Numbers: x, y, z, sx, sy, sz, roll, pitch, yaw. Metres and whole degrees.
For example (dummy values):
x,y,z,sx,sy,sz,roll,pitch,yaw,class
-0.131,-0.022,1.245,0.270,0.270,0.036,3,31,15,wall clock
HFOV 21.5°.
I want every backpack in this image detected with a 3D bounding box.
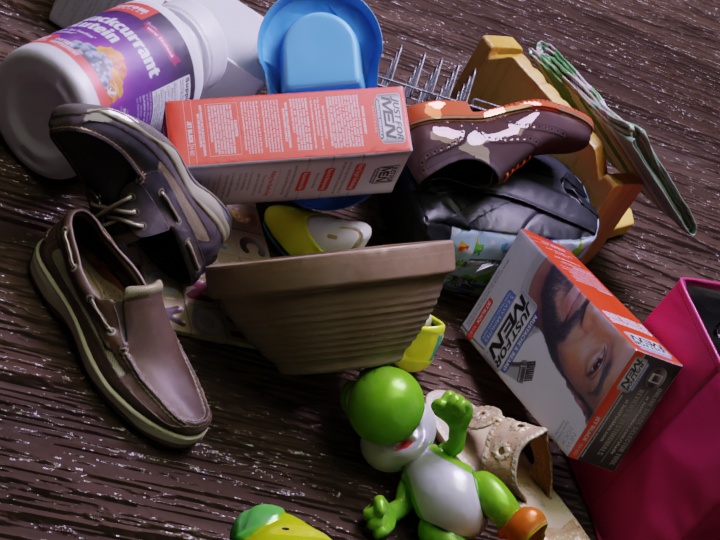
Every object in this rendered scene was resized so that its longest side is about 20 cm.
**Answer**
x,y,z,sx,sy,sz,roll,pitch,yaw,class
0.120,-0.051,1.750,0.198,0.155,0.164,-3,43,-16,backpack

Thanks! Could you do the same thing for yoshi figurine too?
x,y,z,sx,sy,sz,roll,pitch,yaw,class
0.050,0.151,1.475,0.112,0.112,0.200,-21,62,-44,yoshi figurine

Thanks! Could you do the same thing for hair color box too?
x,y,z,sx,sy,sz,roll,pitch,yaw,class
-0.065,-0.101,1.572,0.198,0.102,0.062,-4,73,-12,hair color box
0.175,0.065,1.623,0.064,0.112,0.200,19,19,-37,hair color box

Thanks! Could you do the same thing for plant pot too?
x,y,z,sx,sy,sz,roll,pitch,yaw,class
-0.021,0.031,1.508,0.200,0.200,0.094,-7,93,-45,plant pot

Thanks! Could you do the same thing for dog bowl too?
x,y,z,sx,sy,sz,roll,pitch,yaw,class
-0.032,-0.147,1.673,0.110,0.050,0.203,-5,81,-1,dog bowl

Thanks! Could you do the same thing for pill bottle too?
x,y,z,sx,sy,sz,roll,pitch,yaw,class
-0.201,-0.160,1.582,0.111,0.112,0.200,44,40,10,pill bottle

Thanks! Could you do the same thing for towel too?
x,y,z,sx,sy,sz,roll,pitch,yaw,class
0.245,-0.132,1.841,0.153,0.023,0.200,51,0,-40,towel

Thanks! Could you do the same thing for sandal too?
x,y,z,sx,sy,sz,roll,pitch,yaw,class
0.141,0.161,1.571,0.077,0.070,0.212,-12,58,-48,sandal

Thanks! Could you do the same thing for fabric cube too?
x,y,z,sx,sy,sz,roll,pitch,yaw,class
0.318,0.155,1.624,0.195,0.200,0.201,11,43,-32,fabric cube

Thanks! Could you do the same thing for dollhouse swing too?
x,y,z,sx,sy,sz,roll,pitch,yaw,class
0.210,-0.131,1.894,0.175,0.182,0.200,-24,66,-38,dollhouse swing

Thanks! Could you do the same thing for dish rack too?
x,y,z,sx,sy,sz,roll,pitch,yaw,class
0.056,-0.167,1.790,0.198,0.153,0.055,18,80,-5,dish rack

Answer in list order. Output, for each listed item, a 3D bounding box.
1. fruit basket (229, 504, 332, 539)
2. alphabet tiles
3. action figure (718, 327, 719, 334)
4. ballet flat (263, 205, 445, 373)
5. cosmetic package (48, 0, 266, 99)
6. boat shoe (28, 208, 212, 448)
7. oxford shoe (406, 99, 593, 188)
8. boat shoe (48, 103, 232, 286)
x,y,z,sx,sy,sz,roll,pitch,yaw,class
-0.028,0.241,1.282,0.214,0.155,0.218,18,57,-30,fruit basket
-0.144,-0.020,1.578,0.166,0.008,0.201,13,42,-32,alphabet tiles
0.301,0.086,1.807,0.199,0.070,0.131,13,34,-37,action figure
0.000,0.000,1.632,0.200,0.067,0.067,48,34,14,ballet flat
-0.173,-0.223,1.726,0.199,0.074,0.102,30,36,-10,cosmetic package
-0.175,0.039,1.424,0.203,0.075,0.074,49,36,15,boat shoe
0.122,-0.105,1.676,0.198,0.071,0.073,-4,69,-25,oxford shoe
-0.171,-0.055,1.476,0.200,0.074,0.074,43,52,-42,boat shoe
